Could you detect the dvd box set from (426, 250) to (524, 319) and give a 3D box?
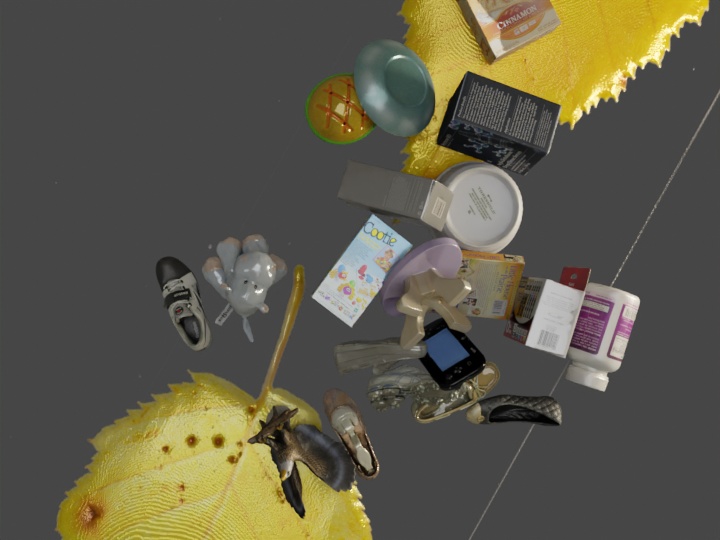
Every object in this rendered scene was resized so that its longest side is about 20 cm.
[{"bbox_3d":[0.216,0.027,1.737,0.198,0.030,0.147,5,127,-3],"label":"dvd box set"}]

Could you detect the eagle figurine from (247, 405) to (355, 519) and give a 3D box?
[{"bbox_3d":[-0.127,0.372,1.710,0.200,0.151,0.151,48,59,-22],"label":"eagle figurine"}]

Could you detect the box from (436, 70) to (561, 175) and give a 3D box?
[{"bbox_3d":[0.269,-0.286,1.708,0.198,0.148,0.108,19,78,-3],"label":"box"}]

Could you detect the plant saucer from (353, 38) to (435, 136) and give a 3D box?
[{"bbox_3d":[0.080,-0.366,1.709,0.199,0.039,0.203,9,74,-33],"label":"plant saucer"}]

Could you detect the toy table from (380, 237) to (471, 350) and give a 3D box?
[{"bbox_3d":[0.127,0.048,1.640,0.182,0.118,0.201,8,131,-29],"label":"toy table"}]

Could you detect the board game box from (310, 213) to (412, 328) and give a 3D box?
[{"bbox_3d":[0.000,0.000,1.724,0.105,0.103,0.201,37,89,-3],"label":"board game box"}]

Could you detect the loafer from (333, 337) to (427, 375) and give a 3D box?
[{"bbox_3d":[0.041,0.172,1.722,0.198,0.070,0.071,-6,95,27],"label":"loafer"}]

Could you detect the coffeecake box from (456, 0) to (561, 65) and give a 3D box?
[{"bbox_3d":[0.286,-0.545,1.752,0.153,0.073,0.201,-28,92,-2],"label":"coffeecake box"}]

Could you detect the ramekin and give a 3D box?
[{"bbox_3d":[0.233,-0.123,1.742,0.200,0.094,0.205,0,91,-3],"label":"ramekin"}]

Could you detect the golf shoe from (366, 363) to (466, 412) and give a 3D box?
[{"bbox_3d":[0.111,0.217,1.728,0.198,0.098,0.079,-5,133,8],"label":"golf shoe"}]

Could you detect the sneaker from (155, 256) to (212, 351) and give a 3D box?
[{"bbox_3d":[-0.348,0.064,1.713,0.074,0.089,0.201,-26,91,-2],"label":"sneaker"}]

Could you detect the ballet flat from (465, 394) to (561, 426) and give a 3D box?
[{"bbox_3d":[0.313,0.289,1.762,0.198,0.057,0.067,-3,132,-5],"label":"ballet flat"}]

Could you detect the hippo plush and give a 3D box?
[{"bbox_3d":[-0.237,0.021,1.681,0.158,0.161,0.201,27,89,-4],"label":"hippo plush"}]

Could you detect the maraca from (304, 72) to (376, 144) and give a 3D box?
[{"bbox_3d":[-0.015,-0.329,1.720,0.199,0.107,0.138,-26,94,-11],"label":"maraca"}]

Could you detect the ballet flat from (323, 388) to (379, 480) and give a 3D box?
[{"bbox_3d":[-0.013,0.330,1.744,0.068,0.067,0.201,-29,92,-4],"label":"ballet flat"}]

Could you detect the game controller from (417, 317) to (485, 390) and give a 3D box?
[{"bbox_3d":[0.167,0.160,1.699,0.104,0.200,0.042,-37,122,-1],"label":"game controller"}]

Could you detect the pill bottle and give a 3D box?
[{"bbox_3d":[0.481,0.135,1.752,0.111,0.112,0.202,18,89,-3],"label":"pill bottle"}]

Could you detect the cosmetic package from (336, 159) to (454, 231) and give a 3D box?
[{"bbox_3d":[0.067,-0.146,1.685,0.199,0.107,0.091,20,90,28],"label":"cosmetic package"}]

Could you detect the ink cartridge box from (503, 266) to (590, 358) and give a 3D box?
[{"bbox_3d":[0.362,0.066,1.699,0.083,0.200,0.177,18,90,-3],"label":"ink cartridge box"}]

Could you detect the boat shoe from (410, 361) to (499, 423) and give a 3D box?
[{"bbox_3d":[0.196,0.250,1.758,0.199,0.063,0.074,-25,92,-3],"label":"boat shoe"}]
